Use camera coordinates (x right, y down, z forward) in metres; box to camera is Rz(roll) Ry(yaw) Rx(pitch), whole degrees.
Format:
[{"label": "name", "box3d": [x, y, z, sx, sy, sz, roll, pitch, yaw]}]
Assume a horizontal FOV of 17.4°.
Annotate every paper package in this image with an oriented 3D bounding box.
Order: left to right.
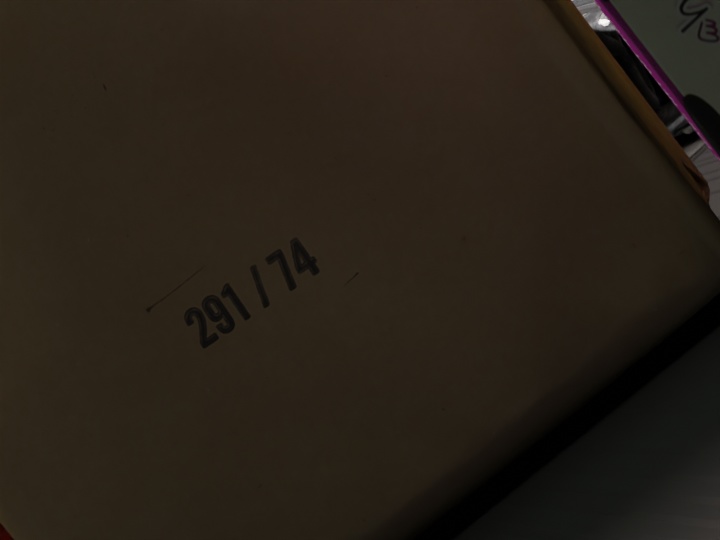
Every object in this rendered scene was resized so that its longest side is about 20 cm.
[{"label": "paper package", "box3d": [-0.030, -0.018, 0.630, 0.200, 0.191, 0.103, -38, 5, 12]}]

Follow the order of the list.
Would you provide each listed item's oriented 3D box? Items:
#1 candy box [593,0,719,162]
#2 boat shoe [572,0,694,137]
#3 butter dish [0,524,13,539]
[{"label": "candy box", "box3d": [0.087, -0.074, 0.541, 0.061, 0.137, 0.200, -38, 4, 12]}, {"label": "boat shoe", "box3d": [0.094, -0.071, 0.905, 0.068, 0.072, 0.200, -41, 12, -27]}, {"label": "butter dish", "box3d": [-0.154, 0.057, 0.893, 0.199, 0.148, 0.200, -32, -18, -21]}]
